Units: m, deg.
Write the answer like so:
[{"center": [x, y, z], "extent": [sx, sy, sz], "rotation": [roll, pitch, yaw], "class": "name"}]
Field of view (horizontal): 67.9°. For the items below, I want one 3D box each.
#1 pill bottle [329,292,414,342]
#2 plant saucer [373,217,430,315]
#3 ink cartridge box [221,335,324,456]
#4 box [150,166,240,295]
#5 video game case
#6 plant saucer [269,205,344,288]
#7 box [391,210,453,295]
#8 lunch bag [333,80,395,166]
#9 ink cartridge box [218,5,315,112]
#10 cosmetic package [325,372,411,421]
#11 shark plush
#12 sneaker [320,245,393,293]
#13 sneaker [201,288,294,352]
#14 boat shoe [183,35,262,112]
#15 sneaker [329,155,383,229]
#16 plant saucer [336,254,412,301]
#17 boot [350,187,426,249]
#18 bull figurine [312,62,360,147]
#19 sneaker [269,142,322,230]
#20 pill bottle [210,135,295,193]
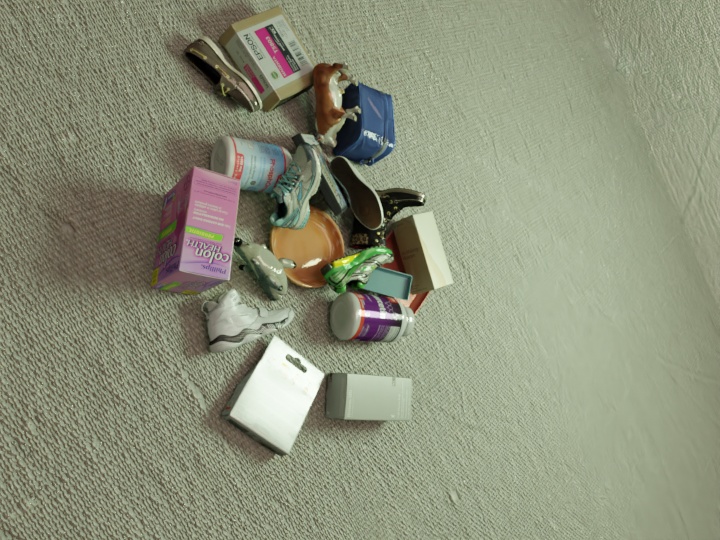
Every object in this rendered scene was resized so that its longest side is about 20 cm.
[{"center": [0.032, 0.116, 1.295], "extent": [0.199, 0.112, 0.113], "rotation": [8, 74, -35], "class": "pill bottle"}, {"center": [0.117, -0.007, 1.438], "extent": [0.200, 0.037, 0.200], "rotation": [50, 54, -16], "class": "plant saucer"}, {"center": [-0.183, 0.266, 1.148], "extent": [0.162, 0.050, 0.200], "rotation": [42, 49, -21], "class": "ink cartridge box"}, {"center": [-0.321, -0.069, 1.036], "extent": [0.096, 0.176, 0.201], "rotation": [13, 72, -34], "class": "box"}, {"center": [-0.087, -0.232, 1.276], "extent": [0.201, 0.025, 0.181], "rotation": [61, 11, -9], "class": "video game case"}, {"center": [-0.129, -0.056, 1.265], "extent": [0.200, 0.037, 0.201], "rotation": [10, 74, -36], "class": "plant saucer"}, {"center": [0.162, -0.046, 1.401], "extent": [0.078, 0.095, 0.201], "rotation": [-15, 87, -38], "class": "box"}, {"center": [0.015, -0.369, 1.387], "extent": [0.132, 0.136, 0.201], "rotation": [7, 75, -35], "class": "lunch bag"}, {"center": [-0.212, -0.510, 1.290], "extent": [0.165, 0.075, 0.200], "rotation": [-44, 107, -37], "class": "ink cartridge box"}, {"center": [0.021, 0.299, 1.260], "extent": [0.199, 0.090, 0.107], "rotation": [11, 75, -38], "class": "cosmetic package"}, {"center": [-0.233, -0.009, 1.148], "extent": [0.200, 0.083, 0.091], "rotation": [36, 44, -27], "class": "shark plush"}, {"center": [0.000, 0.000, 1.278], "extent": [0.199, 0.078, 0.085], "rotation": [-22, 85, -31], "class": "sneaker"}, {"center": [-0.236, 0.087, 1.124], "extent": [0.199, 0.075, 0.115], "rotation": [-21, 94, -35], "class": "sneaker"}, {"center": [-0.308, -0.430, 1.203], "extent": [0.200, 0.072, 0.060], "rotation": [47, 62, -14], "class": "boat shoe"}, {"center": [0.001, -0.192, 1.323], "extent": [0.201, 0.073, 0.085], "rotation": [61, 12, 3], "class": "sneaker"}, {"center": [0.028, 0.021, 1.330], "extent": [0.199, 0.019, 0.070], "rotation": [16, 67, -8], "class": "plant saucer"}, {"center": [0.064, -0.127, 1.344], "extent": [0.073, 0.199, 0.151], "rotation": [39, 57, -66], "class": "boot"}, {"center": [-0.065, -0.403, 1.298], "extent": [0.065, 0.121, 0.201], "rotation": [-37, 121, -63], "class": "bull figurine"}, {"center": [-0.145, -0.177, 1.155], "extent": [0.086, 0.078, 0.201], "rotation": [-7, 122, -40], "class": "sneaker"}, {"center": [-0.222, -0.230, 1.191], "extent": [0.199, 0.109, 0.109], "rotation": [1, 78, -36], "class": "pill bottle"}]
